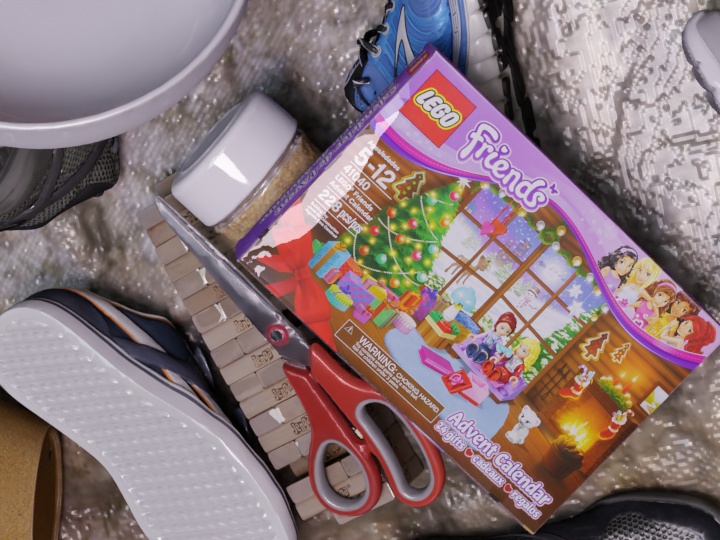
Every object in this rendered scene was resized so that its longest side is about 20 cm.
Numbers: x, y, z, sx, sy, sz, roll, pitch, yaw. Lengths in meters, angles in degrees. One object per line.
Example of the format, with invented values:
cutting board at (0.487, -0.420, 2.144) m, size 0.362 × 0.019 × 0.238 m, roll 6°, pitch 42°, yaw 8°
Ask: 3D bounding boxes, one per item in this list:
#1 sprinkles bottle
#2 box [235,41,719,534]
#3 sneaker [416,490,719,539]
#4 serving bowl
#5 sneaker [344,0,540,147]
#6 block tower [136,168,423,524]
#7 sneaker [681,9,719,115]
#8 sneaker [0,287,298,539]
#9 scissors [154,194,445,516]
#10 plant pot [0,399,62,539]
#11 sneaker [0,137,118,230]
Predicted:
sprinkles bottle at (0.000, 0.000, 1.251) m, size 0.200 × 0.068 × 0.068 m, roll 42°, pitch 112°, yaw -12°
box at (0.057, 0.009, 1.202) m, size 0.200 × 0.039 × 0.137 m, roll 42°, pitch 96°, yaw -12°
sneaker at (0.089, 0.166, 1.265) m, size 0.198 × 0.114 × 0.077 m, roll -10°, pitch 101°, yaw 18°
serving bowl at (-0.146, -0.140, 1.200) m, size 0.199 × 0.066 × 0.201 m, roll -1°, pitch 65°, yaw 1°
sneaker at (0.028, -0.114, 1.235) m, size 0.089 × 0.079 × 0.201 m, roll -7°, pitch 101°, yaw 17°
block tower at (-0.043, 0.034, 1.306) m, size 0.054 × 0.058 × 0.201 m, roll -28°, pitch 92°, yaw 21°
sneaker at (0.238, -0.062, 1.193) m, size 0.200 × 0.075 × 0.082 m, roll 40°, pitch 97°, yaw -1°
sneaker at (-0.101, 0.081, 1.323) m, size 0.200 × 0.079 × 0.078 m, roll 45°, pitch 114°, yaw 1°
scissors at (-0.027, 0.037, 1.253) m, size 0.073 × 0.014 × 0.201 m, roll -23°, pitch 102°, yaw 27°
plant pot at (-0.264, 0.120, 1.347) m, size 0.199 × 0.186 × 0.188 m, roll 2°, pitch 104°, yaw 4°
sneaker at (-0.151, -0.108, 1.296) m, size 0.076 × 0.114 × 0.200 m, roll 22°, pitch 81°, yaw 13°
